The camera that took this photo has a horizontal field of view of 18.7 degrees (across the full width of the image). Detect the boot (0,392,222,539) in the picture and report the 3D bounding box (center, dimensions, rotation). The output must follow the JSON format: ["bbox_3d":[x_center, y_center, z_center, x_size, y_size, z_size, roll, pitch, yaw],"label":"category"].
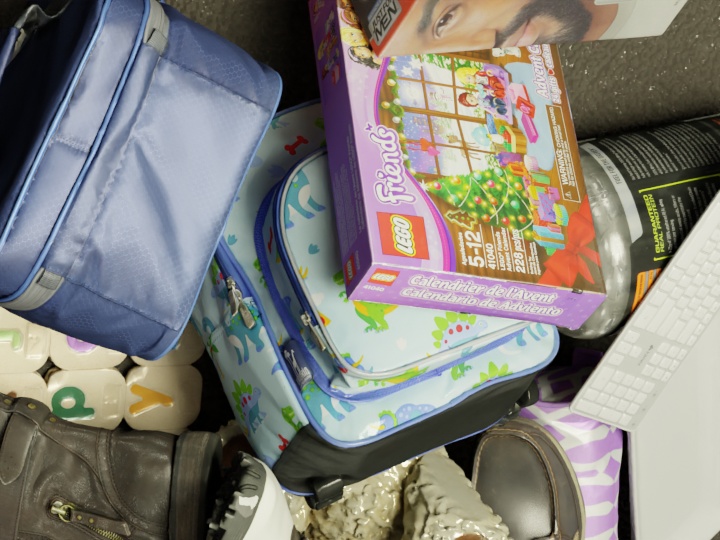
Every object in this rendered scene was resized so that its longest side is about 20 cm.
[{"bbox_3d":[-0.171,0.154,1.240,0.174,0.069,0.200,9,109,3],"label":"boot"}]

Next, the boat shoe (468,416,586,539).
[{"bbox_3d":[0.102,0.189,1.356,0.074,0.073,0.200,-4,106,15],"label":"boat shoe"}]

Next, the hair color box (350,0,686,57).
[{"bbox_3d":[0.102,-0.177,1.184,0.200,0.064,0.111,-7,151,-31],"label":"hair color box"}]

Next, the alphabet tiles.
[{"bbox_3d":[-0.184,0.076,1.276,0.195,0.015,0.200,-3,107,-26],"label":"alphabet tiles"}]

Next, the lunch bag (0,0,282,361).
[{"bbox_3d":[-0.144,-0.067,1.176,0.132,0.136,0.200,23,86,-28],"label":"lunch bag"}]

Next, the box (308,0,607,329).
[{"bbox_3d":[0.050,-0.068,1.179,0.137,0.200,0.039,7,145,-22],"label":"box"}]

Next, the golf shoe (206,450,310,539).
[{"bbox_3d":[-0.040,0.170,1.219,0.094,0.078,0.200,10,144,7],"label":"golf shoe"}]

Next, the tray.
[{"bbox_3d":[0.206,0.120,1.446,0.107,0.022,0.200,-38,137,-33],"label":"tray"}]

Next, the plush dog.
[{"bbox_3d":[-0.015,0.170,1.340,0.200,0.161,0.172,23,111,-2],"label":"plush dog"}]

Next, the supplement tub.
[{"bbox_3d":[0.179,-0.027,1.364,0.200,0.122,0.123,-11,110,-23],"label":"supplement tub"}]

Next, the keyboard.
[{"bbox_3d":[0.198,0.012,1.313,0.056,0.011,0.200,17,114,-39],"label":"keyboard"}]

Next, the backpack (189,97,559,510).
[{"bbox_3d":[0.000,0.000,1.230,0.183,0.200,0.147,-21,159,-30],"label":"backpack"}]

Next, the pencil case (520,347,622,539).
[{"bbox_3d":[0.135,0.159,1.424,0.085,0.084,0.200,-24,120,-49],"label":"pencil case"}]
